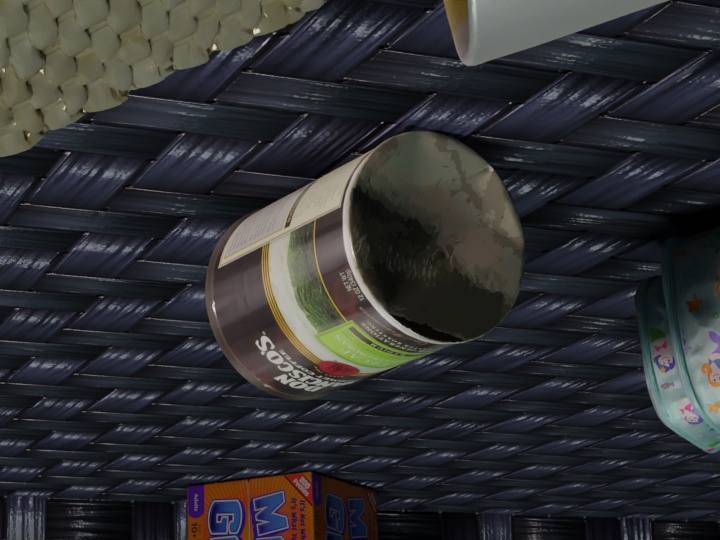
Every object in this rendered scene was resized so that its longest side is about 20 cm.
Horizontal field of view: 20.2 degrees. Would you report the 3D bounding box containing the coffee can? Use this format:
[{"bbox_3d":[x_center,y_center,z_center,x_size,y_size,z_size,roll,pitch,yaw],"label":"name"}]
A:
[{"bbox_3d":[0.000,0.000,1.420,0.145,0.148,0.200,8,162,-31],"label":"coffee can"}]

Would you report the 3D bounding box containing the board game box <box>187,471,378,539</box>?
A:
[{"bbox_3d":[-0.105,0.400,2.787,0.198,0.202,0.200,-10,163,26],"label":"board game box"}]

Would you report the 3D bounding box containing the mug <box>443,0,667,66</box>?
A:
[{"bbox_3d":[0.102,-0.184,0.837,0.152,0.187,0.150,-10,132,-1],"label":"mug"}]

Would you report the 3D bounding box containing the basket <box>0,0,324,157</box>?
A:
[{"bbox_3d":[-0.121,-0.152,0.694,0.197,0.162,0.200,-27,169,-10],"label":"basket"}]

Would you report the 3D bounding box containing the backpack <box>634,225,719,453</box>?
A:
[{"bbox_3d":[0.302,0.053,1.597,0.149,0.179,0.200,-14,157,24],"label":"backpack"}]
